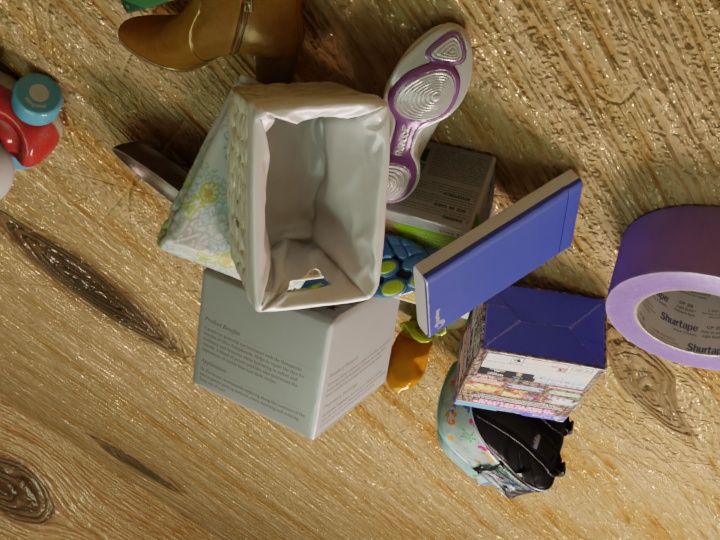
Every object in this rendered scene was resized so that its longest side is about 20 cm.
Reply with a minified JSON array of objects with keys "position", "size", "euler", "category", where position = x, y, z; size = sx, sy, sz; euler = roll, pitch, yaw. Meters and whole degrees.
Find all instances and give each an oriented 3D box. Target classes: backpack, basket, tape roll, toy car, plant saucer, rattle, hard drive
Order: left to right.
[{"position":[-0.501,-0.159,1.232],"size":[0.176,0.201,0.184],"euler":[30,152,-16],"category":"toy car"},{"position":[-0.235,-0.107,1.250],"size":[0.199,0.032,0.200],"euler":[35,173,5],"category":"plant saucer"},{"position":[-0.058,-0.079,0.931],"size":[0.134,0.202,0.123],"euler":[-6,-156,-22],"category":"basket"},{"position":[0.085,0.063,1.269],"size":[0.130,0.143,0.200],"euler":[44,156,-6],"category":"rattle"},{"position":[0.200,0.219,1.421],"size":[0.150,0.179,0.200],"euler":[-16,131,44],"category":"backpack"},{"position":[0.147,-0.016,1.030],"size":[0.025,0.199,0.132],"euler":[52,166,28],"category":"hard drive"},{"position":[0.371,0.023,1.031],"size":[0.198,0.086,0.201],"euler":[17,152,9],"category":"tape roll"}]

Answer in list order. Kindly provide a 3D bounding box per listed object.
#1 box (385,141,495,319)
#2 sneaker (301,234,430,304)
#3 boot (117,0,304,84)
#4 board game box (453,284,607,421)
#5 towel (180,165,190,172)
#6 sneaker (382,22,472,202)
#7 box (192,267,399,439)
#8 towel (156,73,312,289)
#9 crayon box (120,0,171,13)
[{"position":[0.088,-0.045,1.102],"size":[0.111,0.102,0.201],"euler":[16,153,14],"category":"box"},{"position":[0.000,0.000,1.081],"size":[0.198,0.072,0.082],"euler":[-11,177,35],"category":"sneaker"},{"position":[-0.149,-0.261,0.939],"size":[0.199,0.071,0.145],"euler":[14,147,4],"category":"boot"},{"position":[0.219,0.110,1.260],"size":[0.158,0.098,0.200],"euler":[9,152,-1],"category":"board game box"},{"position":[-0.147,-0.081,1.226],"size":[0.152,0.023,0.200],"euler":[38,173,-27],"category":"towel"},{"position":[0.046,-0.166,0.945],"size":[0.074,0.100,0.201],"euler":[16,131,-15],"category":"sneaker"},{"position":[-0.081,0.076,1.259],"size":[0.198,0.200,0.173],"euler":[20,116,24],"category":"box"},{"position":[-0.098,-0.084,1.011],"size":[0.170,0.201,0.048],"euler":[23,-169,-31],"category":"towel"},{"position":[-0.154,-0.306,0.824],"size":[0.199,0.051,0.128],"euler":[-2,123,38],"category":"crayon box"}]
